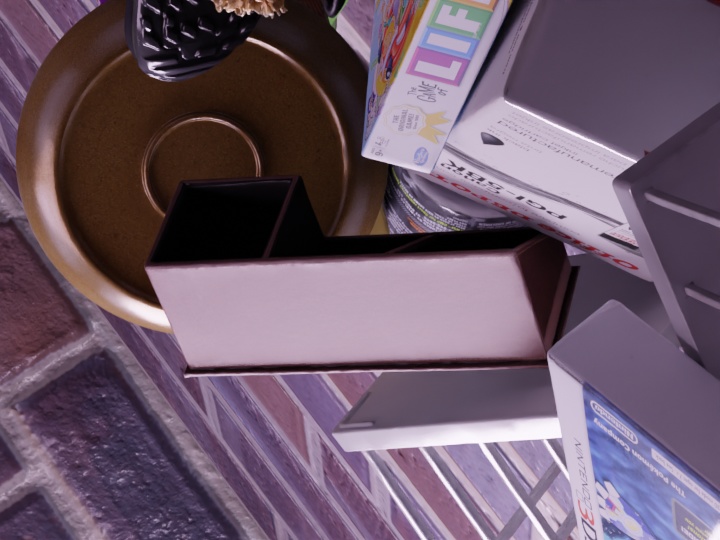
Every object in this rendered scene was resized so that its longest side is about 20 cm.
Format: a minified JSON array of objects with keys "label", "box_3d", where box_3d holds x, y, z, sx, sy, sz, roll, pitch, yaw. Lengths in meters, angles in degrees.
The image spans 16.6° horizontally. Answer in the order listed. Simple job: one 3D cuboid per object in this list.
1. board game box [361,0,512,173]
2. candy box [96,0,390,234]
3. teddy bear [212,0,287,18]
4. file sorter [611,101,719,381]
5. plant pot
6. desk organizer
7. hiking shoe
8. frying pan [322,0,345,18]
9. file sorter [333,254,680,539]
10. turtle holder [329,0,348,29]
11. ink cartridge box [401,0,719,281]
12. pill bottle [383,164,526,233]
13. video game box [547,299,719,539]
[{"label":"board game box","box_3d":[0.048,-0.157,1.057,0.200,0.034,0.135,115,166,-47]},{"label":"candy box","box_3d":[-0.064,-0.095,1.343,0.056,0.116,0.201,-105,-1,-69]},{"label":"teddy bear","box_3d":[-0.049,-0.218,1.142,0.145,0.200,0.067,44,-159,24]},{"label":"file sorter","box_3d":[0.218,0.022,0.971,0.124,0.139,0.200,28,148,58]},{"label":"plant pot","box_3d":[-0.083,-0.055,1.311,0.200,0.200,0.027,61,-176,-19]},{"label":"desk organizer","box_3d":[0.000,0.000,1.234,0.199,0.072,0.077,-2,133,21]},{"label":"hiking shoe","box_3d":[-0.082,-0.198,1.253,0.101,0.076,0.201,41,119,61]},{"label":"frying pan","box_3d":[-0.008,-0.231,1.199,0.115,0.031,0.190,58,132,34]},{"label":"file sorter","box_3d":[0.119,0.080,1.291,0.200,0.139,0.125,-9,122,50]},{"label":"turtle holder","box_3d":[-0.061,-0.205,1.487,0.185,0.141,0.132,19,-151,-33]},{"label":"ink cartridge box","box_3d":[0.115,-0.067,1.109,0.146,0.083,0.200,24,170,-8]},{"label":"pill bottle","box_3d":[0.060,-0.051,1.416,0.106,0.106,0.200,54,167,10]},{"label":"video game box","box_3d":[0.164,0.130,1.011,0.200,0.047,0.182,40,159,37]}]
